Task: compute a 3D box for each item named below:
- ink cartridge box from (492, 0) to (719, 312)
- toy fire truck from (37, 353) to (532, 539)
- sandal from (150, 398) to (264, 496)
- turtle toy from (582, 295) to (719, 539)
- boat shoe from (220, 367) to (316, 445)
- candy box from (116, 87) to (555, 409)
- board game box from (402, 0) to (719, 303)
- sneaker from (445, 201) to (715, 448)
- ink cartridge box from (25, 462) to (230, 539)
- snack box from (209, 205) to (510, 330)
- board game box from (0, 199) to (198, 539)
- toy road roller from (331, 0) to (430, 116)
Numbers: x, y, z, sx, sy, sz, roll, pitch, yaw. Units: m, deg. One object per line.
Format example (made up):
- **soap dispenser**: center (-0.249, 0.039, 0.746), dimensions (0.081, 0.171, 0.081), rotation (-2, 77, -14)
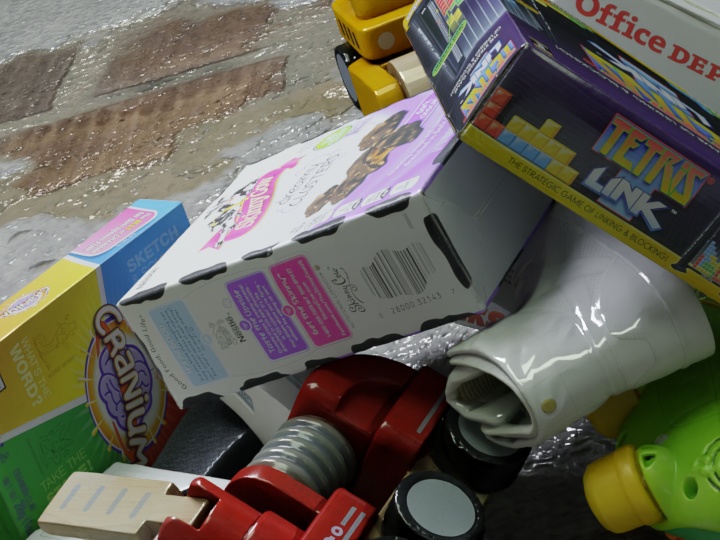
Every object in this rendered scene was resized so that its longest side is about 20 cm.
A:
- **ink cartridge box**: center (0.150, -0.062, 1.116), dimensions (0.144, 0.200, 0.084), rotation (29, 23, 14)
- **toy fire truck**: center (-0.044, 0.114, 0.994), dimensions (0.200, 0.129, 0.176), rotation (30, 41, 8)
- **sandal**: center (-0.085, 0.118, 1.178), dimensions (0.076, 0.043, 0.200), rotation (1, 42, 46)
- **turtle toy**: center (0.191, 0.074, 0.984), dimensions (0.146, 0.101, 0.200), rotation (-25, 25, 18)
- **boat shoe**: center (-0.033, 0.067, 1.135), dimensions (0.068, 0.072, 0.200), rotation (-33, 52, -24)
- **candy box**: center (-0.004, -0.021, 1.051), dimensions (0.200, 0.072, 0.168), rotation (-20, 20, 33)
- **board game box**: center (0.124, -0.063, 0.946), dimensions (0.057, 0.200, 0.165), rotation (-54, 21, 15)
- **sneaker**: center (0.085, 0.026, 0.996), dimensions (0.115, 0.074, 0.200), rotation (-28, 15, -7)
- **ink cartridge box**: center (-0.134, 0.185, 1.062), dimensions (0.162, 0.050, 0.200), rotation (3, 31, 39)
- **snack box**: center (0.000, 0.000, 1.221), dimensions (0.200, 0.024, 0.072), rotation (16, 7, -5)
- **board game box**: center (-0.157, 0.072, 1.181), dimensions (0.040, 0.153, 0.200), rotation (4, 34, 41)
- **toy road roller**: center (0.041, -0.200, 1.599), dimensions (0.123, 0.146, 0.200), rotation (-23, 25, -7)
